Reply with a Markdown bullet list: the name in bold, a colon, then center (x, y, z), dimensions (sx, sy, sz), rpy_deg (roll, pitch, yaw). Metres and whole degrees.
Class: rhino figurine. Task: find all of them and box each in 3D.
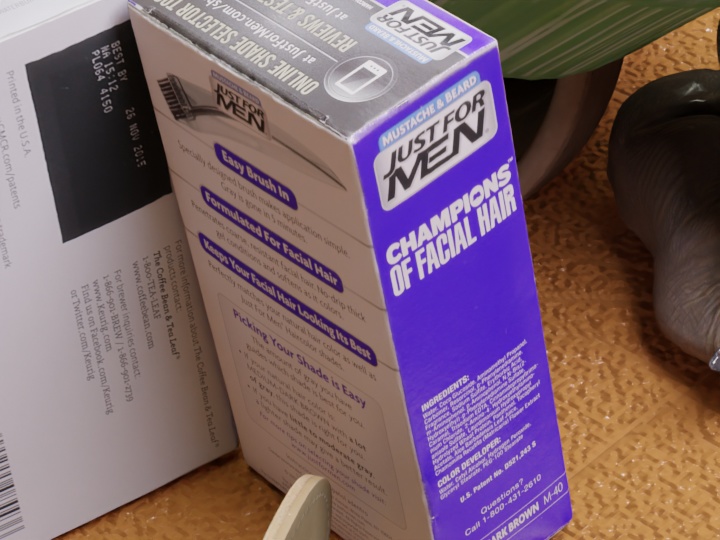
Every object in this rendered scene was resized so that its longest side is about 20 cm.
- **rhino figurine**: center (0.140, -0.009, 1.031), dimensions (0.087, 0.060, 0.200), rpy_deg (-23, 39, 7)

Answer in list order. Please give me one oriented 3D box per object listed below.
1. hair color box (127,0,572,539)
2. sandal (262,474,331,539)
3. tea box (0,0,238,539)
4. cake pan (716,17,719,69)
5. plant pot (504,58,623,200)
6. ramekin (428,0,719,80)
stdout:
- **hair color box**: center (0.000, 0.000, 0.925), dimensions (0.065, 0.200, 0.109), rpy_deg (-35, 46, -23)
- **sandal**: center (-0.066, 0.134, 0.867), dimensions (0.069, 0.078, 0.212), rpy_deg (9, 45, 10)
- **tea box**: center (-0.154, -0.038, 0.997), dimensions (0.133, 0.200, 0.197), rpy_deg (-24, 40, -21)
- **cake pan**: center (0.198, -0.042, 1.002), dimensions (0.200, 0.037, 0.201), rpy_deg (29, 34, -22)
- **plant pot**: center (0.035, -0.126, 1.115), dimensions (0.200, 0.201, 0.175), rpy_deg (17, 27, 27)
- **ramekin**: center (0.057, -0.158, 0.930), dimensions (0.200, 0.098, 0.201), rpy_deg (16, 60, -29)
